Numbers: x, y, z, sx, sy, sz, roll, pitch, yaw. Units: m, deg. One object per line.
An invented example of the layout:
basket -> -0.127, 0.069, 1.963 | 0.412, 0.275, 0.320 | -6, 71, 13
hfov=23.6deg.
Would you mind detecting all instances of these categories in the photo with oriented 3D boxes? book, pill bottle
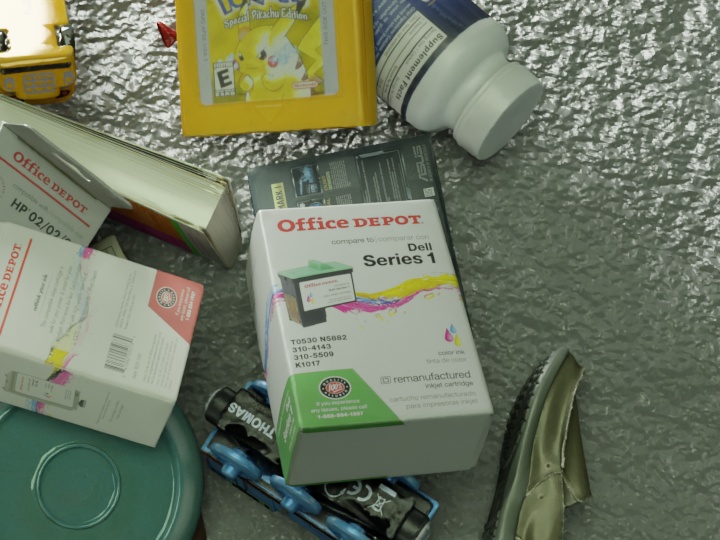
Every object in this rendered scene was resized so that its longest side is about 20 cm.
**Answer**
book -> -0.198, -0.067, 1.402 | 0.199, 0.134, 0.048 | 22, 75, 9
pill bottle -> 0.052, -0.187, 1.439 | 0.200, 0.111, 0.111 | 42, 78, 14

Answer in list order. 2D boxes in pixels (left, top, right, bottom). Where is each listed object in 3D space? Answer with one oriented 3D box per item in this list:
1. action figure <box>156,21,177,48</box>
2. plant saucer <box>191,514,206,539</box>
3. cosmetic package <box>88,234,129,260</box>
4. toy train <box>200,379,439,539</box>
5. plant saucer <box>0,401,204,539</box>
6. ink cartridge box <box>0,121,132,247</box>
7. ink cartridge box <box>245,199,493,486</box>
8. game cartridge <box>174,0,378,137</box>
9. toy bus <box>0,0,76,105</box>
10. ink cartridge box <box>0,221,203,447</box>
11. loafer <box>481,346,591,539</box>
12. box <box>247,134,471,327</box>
action figure -> -0.077, -0.240, 1.499 | 0.199, 0.052, 0.066 | -31, 68, -9
plant saucer -> -0.222, 0.222, 1.360 | 0.199, 0.035, 0.201 | -1, 71, 3
cosmetic package -> -0.262, 0.066, 1.392 | 0.199, 0.073, 0.104 | -25, 72, -5
toy train -> -0.033, 0.158, 1.328 | 0.199, 0.114, 0.087 | 31, 73, 12
plant saucer -> -0.215, 0.163, 1.311 | 0.199, 0.027, 0.201 | 1, 85, -14
ink cartridge box -> -0.278, -0.058, 1.356 | 0.115, 0.200, 0.068 | 39, 72, -31
ink cartridge box -> 0.002, 0.050, 1.283 | 0.144, 0.084, 0.201 | -4, 53, -13
game cartridge -> -0.074, -0.213, 1.415 | 0.176, 0.032, 0.201 | -2, 96, 25
toy bus -> -0.275, -0.202, 1.430 | 0.065, 0.079, 0.200 | -7, 42, -12
ink cartridge box -> -0.228, 0.042, 1.285 | 0.199, 0.068, 0.117 | 19, 48, -10
loafer -> 0.145, 0.160, 1.349 | 0.069, 0.075, 0.201 | 17, 78, -4
box -> 0.000, 0.000, 1.412 | 0.157, 0.051, 0.201 | -11, 72, -2
